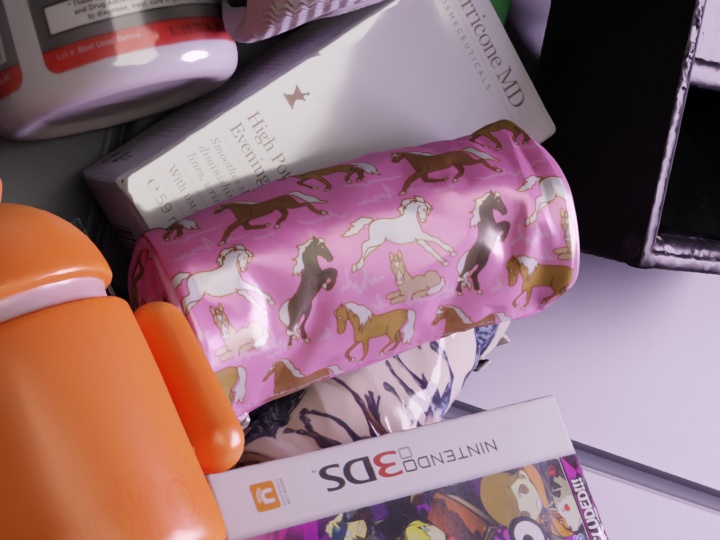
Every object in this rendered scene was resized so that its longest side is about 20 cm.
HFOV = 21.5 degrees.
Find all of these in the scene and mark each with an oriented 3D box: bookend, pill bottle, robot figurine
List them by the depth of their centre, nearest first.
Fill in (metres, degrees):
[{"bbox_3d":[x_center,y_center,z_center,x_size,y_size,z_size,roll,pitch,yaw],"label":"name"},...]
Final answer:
[{"bbox_3d":[-0.120,0.063,0.673,0.143,0.117,0.202,-26,82,0],"label":"robot figurine"},{"bbox_3d":[-0.132,-0.168,0.837,0.115,0.116,0.202,-14,88,-33],"label":"pill bottle"},{"bbox_3d":[0.189,-0.101,0.957,0.199,0.092,0.201,6,99,-43],"label":"bookend"}]

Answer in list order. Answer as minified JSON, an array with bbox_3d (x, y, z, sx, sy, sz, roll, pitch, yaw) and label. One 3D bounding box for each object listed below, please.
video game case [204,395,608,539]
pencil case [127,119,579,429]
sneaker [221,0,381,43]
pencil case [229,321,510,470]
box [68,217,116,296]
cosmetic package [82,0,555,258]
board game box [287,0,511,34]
[{"bbox_3d":[0.038,0.161,0.760,0.180,0.036,0.202,-9,71,-34],"label":"video game case"},{"bbox_3d":[0.000,0.000,0.812,0.198,0.087,0.083,-19,48,-23],"label":"pencil case"},{"bbox_3d":[-0.039,-0.166,0.818,0.075,0.200,0.115,-18,104,0],"label":"sneaker"},{"bbox_3d":[0.007,0.058,0.877,0.089,0.078,0.200,45,47,-10],"label":"pencil case"},{"bbox_3d":[-0.172,0.091,0.803,0.199,0.046,0.160,-30,97,-32],"label":"box"},{"bbox_3d":[-0.017,-0.055,0.881,0.199,0.074,0.102,-36,108,-16],"label":"cosmetic package"},{"bbox_3d":[0.039,-0.194,0.988,0.101,0.047,0.202,27,67,-24],"label":"board game box"}]
